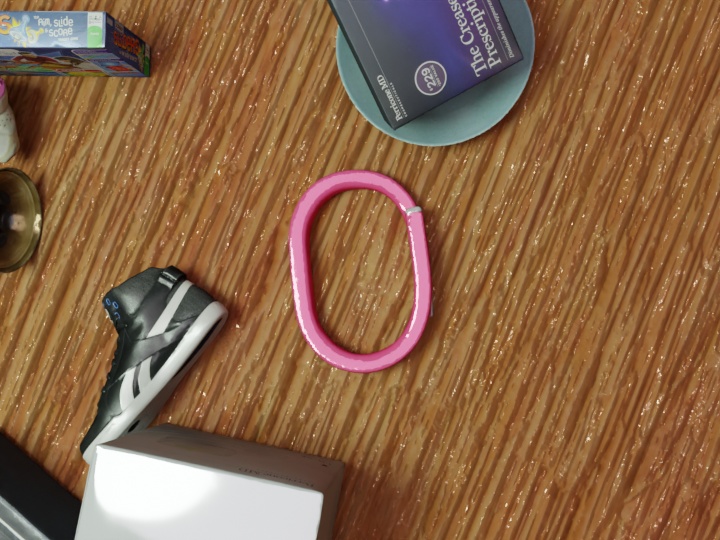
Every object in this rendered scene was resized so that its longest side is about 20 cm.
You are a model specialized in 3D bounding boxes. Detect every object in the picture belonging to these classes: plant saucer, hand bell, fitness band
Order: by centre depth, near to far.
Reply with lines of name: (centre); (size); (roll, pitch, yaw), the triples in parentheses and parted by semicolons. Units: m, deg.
fitness band: (0.000, 0.000, 0.910); (0.141, 0.037, 0.204); (-6, 85, 4)
plant saucer: (0.075, -0.223, 0.916); (0.197, 0.039, 0.206); (0, 86, 5)
hand bell: (-0.441, -0.058, 0.937); (0.196, 0.104, 0.106); (5, 87, 18)

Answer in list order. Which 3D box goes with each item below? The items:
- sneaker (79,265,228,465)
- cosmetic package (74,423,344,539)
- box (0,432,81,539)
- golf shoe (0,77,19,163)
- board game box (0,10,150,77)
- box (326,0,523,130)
sneaker: (-0.233, 0.085, 0.911); (0.111, 0.073, 0.201); (38, 82, 9)
cosmetic package: (-0.126, 0.223, 0.825); (0.195, 0.200, 0.126); (11, 88, 4)
box: (-0.365, 0.296, 0.878); (0.199, 0.123, 0.199); (39, 91, 4)
golf shoe: (-0.432, -0.158, 0.934); (0.197, 0.092, 0.076); (14, 50, 27)
board game box: (-0.322, -0.221, 0.898); (0.196, 0.135, 0.035); (2, 91, 4)
box: (0.042, -0.254, 0.831); (0.139, 0.079, 0.202); (-27, 106, 5)
